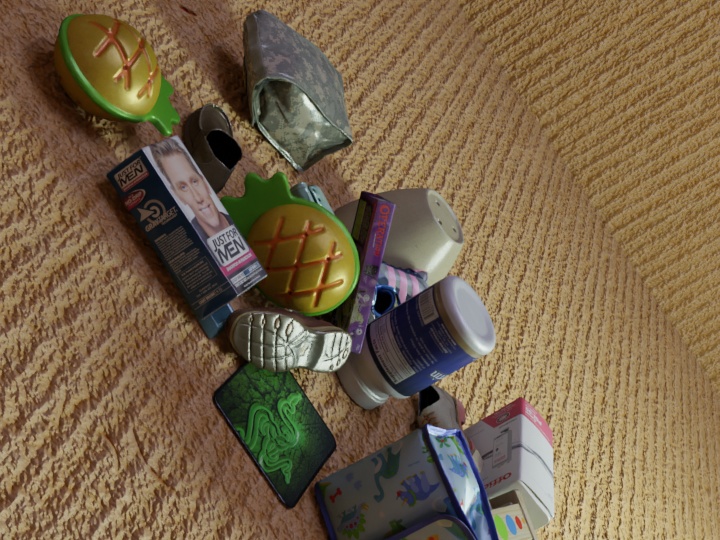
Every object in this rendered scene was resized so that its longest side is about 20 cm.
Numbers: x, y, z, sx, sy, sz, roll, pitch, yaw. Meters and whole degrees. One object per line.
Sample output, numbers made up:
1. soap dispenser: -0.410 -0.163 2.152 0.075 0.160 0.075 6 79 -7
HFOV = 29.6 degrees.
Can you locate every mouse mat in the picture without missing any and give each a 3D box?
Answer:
1. mouse mat: -0.097 0.179 1.615 0.161 0.008 0.200 56 22 -5

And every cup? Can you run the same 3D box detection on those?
1. cup: 0.074 -0.048 2.101 0.200 0.143 0.201 45 25 -28

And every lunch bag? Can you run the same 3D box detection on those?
1. lunch bag: -0.112 -0.275 2.037 0.200 0.117 0.164 45 26 -42
2. lunch bag: 0.062 0.303 1.572 0.127 0.170 0.201 16 48 -60

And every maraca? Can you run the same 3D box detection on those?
1. maraca: -0.091 -0.033 1.719 0.200 0.137 0.107 47 8 -8
2. maraca: -0.284 -0.231 1.615 0.200 0.107 0.138 26 45 -54

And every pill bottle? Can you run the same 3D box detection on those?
1. pill bottle: 0.070 0.101 1.818 0.116 0.200 0.116 45 26 -30

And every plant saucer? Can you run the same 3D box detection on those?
1. plant saucer: -0.211 -0.015 1.610 0.200 0.019 0.070 59 22 -1

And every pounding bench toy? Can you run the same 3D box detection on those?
1. pounding bench toy: 0.129 0.328 1.725 0.156 0.124 0.201 10 57 -62

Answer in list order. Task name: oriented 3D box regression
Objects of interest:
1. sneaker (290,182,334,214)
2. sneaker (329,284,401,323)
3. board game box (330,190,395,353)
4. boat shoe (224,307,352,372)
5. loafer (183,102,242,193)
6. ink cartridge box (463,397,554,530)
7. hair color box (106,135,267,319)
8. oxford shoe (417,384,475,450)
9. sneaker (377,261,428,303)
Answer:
1. sneaker: -0.076 -0.056 1.876 0.119 0.074 0.200 61 11 -10
2. sneaker: 0.033 0.071 1.936 0.200 0.082 0.074 35 30 -50
3. board game box: 0.000 0.000 1.796 0.032 0.201 0.120 13 7 -8
4. boat shoe: -0.097 0.081 1.664 0.067 0.072 0.200 29 10 40
5. loafer: -0.188 -0.158 1.780 0.076 0.067 0.200 45 25 -31
6. ink cartridge box: 0.190 0.289 1.898 0.083 0.146 0.200 50 23 -18
7. hair color box: -0.199 -0.052 1.580 0.200 0.060 0.100 56 22 -3
8. oxford shoe: 0.110 0.233 1.919 0.074 0.071 0.200 42 16 -24
9. sneaker: 0.054 0.019 2.009 0.200 0.070 0.082 41 66 -16
